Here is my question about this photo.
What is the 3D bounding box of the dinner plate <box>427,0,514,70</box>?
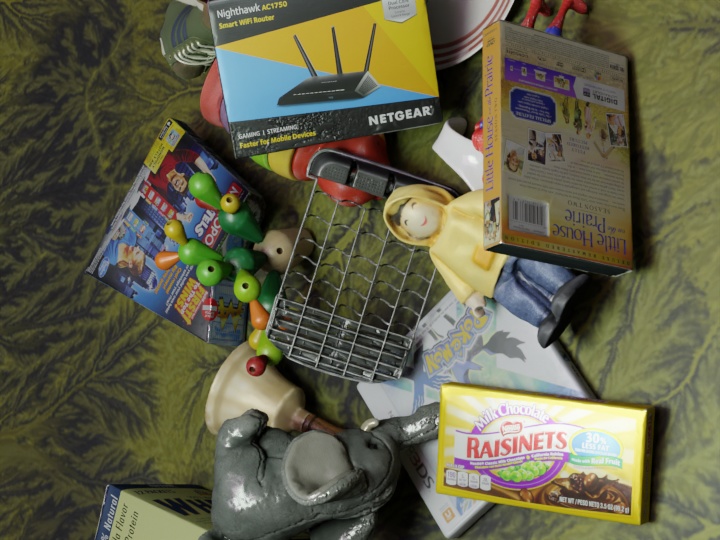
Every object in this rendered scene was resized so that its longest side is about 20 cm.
[{"bbox_3d":[0.079,-0.290,1.688,0.199,0.024,0.201,-5,82,38],"label":"dinner plate"}]

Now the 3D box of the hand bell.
[{"bbox_3d":[-0.042,0.153,1.706,0.199,0.104,0.105,24,99,25],"label":"hand bell"}]

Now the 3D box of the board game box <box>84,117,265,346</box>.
[{"bbox_3d":[-0.173,-0.021,1.830,0.200,0.062,0.201,43,110,33],"label":"board game box"}]

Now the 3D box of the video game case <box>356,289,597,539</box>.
[{"bbox_3d":[0.104,0.116,1.617,0.200,0.022,0.183,-46,59,24],"label":"video game case"}]

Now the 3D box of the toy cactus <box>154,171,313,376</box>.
[{"bbox_3d":[-0.109,-0.003,1.712,0.102,0.165,0.201,-35,82,36],"label":"toy cactus"}]

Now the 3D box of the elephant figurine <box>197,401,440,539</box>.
[{"bbox_3d":[-0.030,0.191,1.592,0.199,0.141,0.156,3,88,25],"label":"elephant figurine"}]

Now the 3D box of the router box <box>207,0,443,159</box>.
[{"bbox_3d":[-0.033,-0.195,1.624,0.199,0.051,0.150,-11,104,-3],"label":"router box"}]

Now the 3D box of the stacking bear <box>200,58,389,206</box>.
[{"bbox_3d":[-0.053,-0.139,1.722,0.200,0.121,0.114,39,87,24],"label":"stacking bear"}]

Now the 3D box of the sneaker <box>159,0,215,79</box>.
[{"bbox_3d":[-0.163,-0.239,1.818,0.200,0.067,0.090,42,114,63],"label":"sneaker"}]

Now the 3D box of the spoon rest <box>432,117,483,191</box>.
[{"bbox_3d":[0.135,-0.081,1.593,0.200,0.060,0.100,37,107,36],"label":"spoon rest"}]

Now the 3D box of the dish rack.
[{"bbox_3d":[0.000,0.000,1.636,0.153,0.055,0.201,18,95,-4],"label":"dish rack"}]

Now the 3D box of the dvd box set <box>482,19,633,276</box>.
[{"bbox_3d":[0.170,-0.104,1.501,0.029,0.146,0.201,-23,63,55],"label":"dvd box set"}]

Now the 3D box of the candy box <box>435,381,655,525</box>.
[{"bbox_3d":[0.160,0.159,1.540,0.199,0.026,0.103,5,93,30],"label":"candy box"}]

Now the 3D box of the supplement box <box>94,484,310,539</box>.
[{"bbox_3d":[-0.161,0.335,1.728,0.199,0.134,0.201,17,94,38],"label":"supplement box"}]

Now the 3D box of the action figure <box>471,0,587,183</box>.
[{"bbox_3d":[0.148,-0.158,1.559,0.065,0.052,0.201,6,61,36],"label":"action figure"}]

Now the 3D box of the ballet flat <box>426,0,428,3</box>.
[{"bbox_3d":[-0.032,-0.252,1.677,0.199,0.071,0.071,-19,70,1],"label":"ballet flat"}]

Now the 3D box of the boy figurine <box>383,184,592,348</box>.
[{"bbox_3d":[0.109,-0.022,1.553,0.200,0.064,0.125,36,125,15],"label":"boy figurine"}]
